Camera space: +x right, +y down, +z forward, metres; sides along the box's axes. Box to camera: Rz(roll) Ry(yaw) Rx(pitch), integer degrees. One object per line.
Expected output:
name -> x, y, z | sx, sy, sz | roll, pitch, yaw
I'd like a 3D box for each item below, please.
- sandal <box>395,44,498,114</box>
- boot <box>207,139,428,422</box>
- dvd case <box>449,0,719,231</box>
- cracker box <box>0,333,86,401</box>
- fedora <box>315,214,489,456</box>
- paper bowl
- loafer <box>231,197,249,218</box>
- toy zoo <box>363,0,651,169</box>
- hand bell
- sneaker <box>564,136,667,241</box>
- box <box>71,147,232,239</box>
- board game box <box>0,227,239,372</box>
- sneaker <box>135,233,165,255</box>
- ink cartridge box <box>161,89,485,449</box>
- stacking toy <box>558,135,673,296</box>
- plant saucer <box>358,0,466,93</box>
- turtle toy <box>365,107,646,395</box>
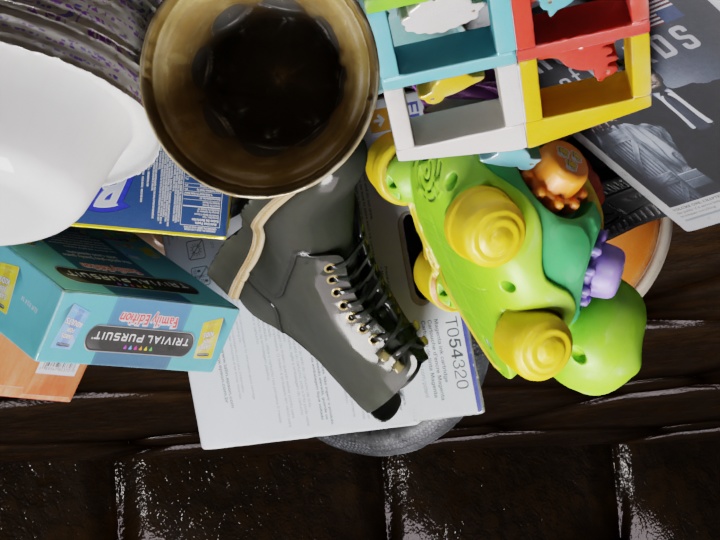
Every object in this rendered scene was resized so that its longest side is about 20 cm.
sandal -> 0.075, -0.099, 1.172 | 0.082, 0.050, 0.202 | -14, 166, 41
boot -> 0.000, 0.000, 1.146 | 0.077, 0.138, 0.200 | -44, 176, -23
dvd case -> 0.160, -0.097, 1.043 | 0.200, 0.025, 0.150 | 36, 148, -28
cracker box -> -0.273, 0.006, 1.269 | 0.199, 0.058, 0.134 | 32, -169, 31
fedora -> 0.012, 0.014, 1.318 | 0.199, 0.202, 0.091 | -11, -177, 29
paper bowl -> -0.185, -0.078, 0.913 | 0.199, 0.105, 0.201 | 4, 162, 1
loafer -> -0.151, -0.072, 1.183 | 0.198, 0.076, 0.070 | -1, 153, -22
toy zoo -> 0.071, -0.109, 0.966 | 0.130, 0.021, 0.200 | -13, 149, 2
hand bell -> -0.027, -0.089, 0.959 | 0.103, 0.105, 0.200 | -7, -177, 10
sneaker -> 0.169, -0.079, 1.194 | 0.199, 0.105, 0.060 | -15, 129, 38
box -> -0.167, -0.059, 1.105 | 0.198, 0.065, 0.070 | 6, -173, -3
board game box -> -0.193, -0.008, 1.235 | 0.200, 0.047, 0.151 | 34, -164, 35
sneaker -> -0.104, -0.038, 1.428 | 0.199, 0.071, 0.075 | 0, 151, -43
ink cartridge box -> -0.024, 0.001, 1.258 | 0.199, 0.198, 0.043 | -9, -177, 25
stacking toy -> 0.096, -0.053, 1.295 | 0.145, 0.147, 0.200 | -11, 152, 31
plant saucer -> -0.047, -0.122, 1.028 | 0.198, 0.036, 0.200 | -5, 169, -1
turtle toy -> 0.092, -0.008, 1.127 | 0.101, 0.201, 0.146 | -32, -150, -10
